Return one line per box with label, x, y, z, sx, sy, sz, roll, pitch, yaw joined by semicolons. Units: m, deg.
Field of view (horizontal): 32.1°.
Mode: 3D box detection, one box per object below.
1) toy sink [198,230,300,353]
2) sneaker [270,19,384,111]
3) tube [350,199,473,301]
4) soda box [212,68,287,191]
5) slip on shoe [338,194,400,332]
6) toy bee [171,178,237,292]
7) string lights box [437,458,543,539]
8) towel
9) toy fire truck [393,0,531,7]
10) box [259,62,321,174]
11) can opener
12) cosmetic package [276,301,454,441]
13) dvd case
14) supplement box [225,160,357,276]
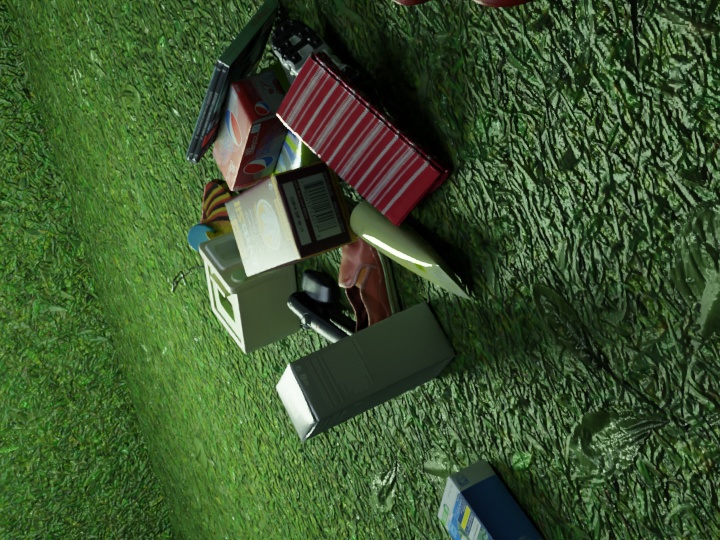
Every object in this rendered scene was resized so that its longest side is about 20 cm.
toy sink;-0.179;0.007;1.985;0.130;0.112;0.201;47;151;41
sneaker;-0.031;-0.209;1.497;0.200;0.066;0.091;49;169;22
tube;0.057;-0.026;1.474;0.200;0.058;0.052;39;128;49
soda box;-0.145;-0.182;1.660;0.070;0.063;0.200;63;158;15
slip on shoe;0.000;0.000;1.623;0.074;0.061;0.201;16;124;66
toy bee;-0.230;-0.046;2.082;0.108;0.131;0.200;21;128;2
string lights box;0.178;0.342;1.529;0.200;0.059;0.103;54;153;32
towel;0.000;-0.145;1.410;0.200;0.022;0.145;42;149;0
toy fire truck;0.054;-0.286;1.066;0.200;0.167;0.112;42;147;48
box;-0.089;-0.182;1.678;0.122;0.048;0.200;53;155;32
can opener;-0.043;0.073;1.790;0.200;0.063;0.079;43;147;48
cosmetic package;0.005;0.124;1.543;0.090;0.199;0.107;64;161;15
dvd case;-0.169;-0.248;1.652;0.022;0.146;0.200;31;142;0
supplement box;-0.094;-0.065;1.623;0.200;0.085;0.111;-17;90;65
